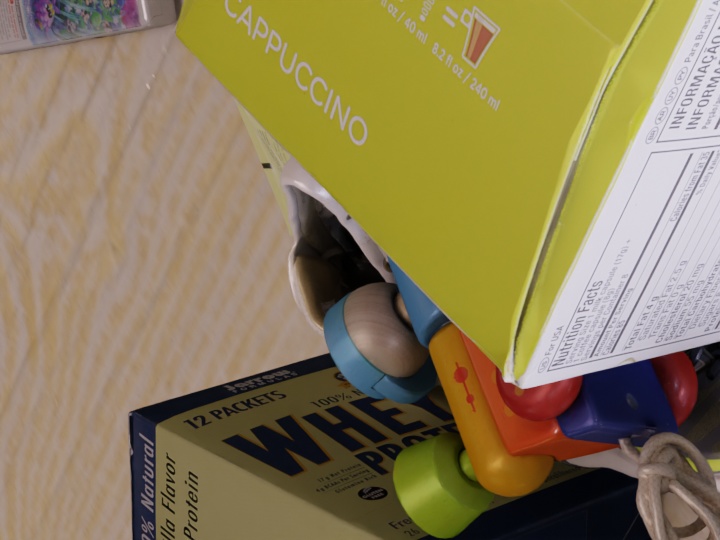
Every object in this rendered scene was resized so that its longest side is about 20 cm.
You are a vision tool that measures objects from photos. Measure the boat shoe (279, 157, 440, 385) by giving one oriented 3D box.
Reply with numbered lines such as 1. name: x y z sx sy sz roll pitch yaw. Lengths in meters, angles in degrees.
1. boat shoe: 0.000 0.000 0.858 0.071 0.069 0.200 25 155 28

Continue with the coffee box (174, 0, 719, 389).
1. coffee box: 0.089 -0.113 0.672 0.200 0.197 0.201 46 129 32

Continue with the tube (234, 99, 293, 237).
1. tube: 0.015 -0.044 0.910 0.199 0.052 0.058 5 83 51

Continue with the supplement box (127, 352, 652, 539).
1. supplement box: 0.009 0.165 0.908 0.199 0.134 0.201 20 116 45

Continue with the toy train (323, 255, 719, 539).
1. toy train: 0.059 0.063 0.745 0.116 0.084 0.201 -40 58 33

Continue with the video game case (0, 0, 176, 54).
1. video game case: -0.171 -0.221 1.099 0.182 0.024 0.201 -1 99 50

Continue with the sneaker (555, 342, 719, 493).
1. sneaker: 0.121 0.037 0.789 0.199 0.074 0.082 4 101 48
